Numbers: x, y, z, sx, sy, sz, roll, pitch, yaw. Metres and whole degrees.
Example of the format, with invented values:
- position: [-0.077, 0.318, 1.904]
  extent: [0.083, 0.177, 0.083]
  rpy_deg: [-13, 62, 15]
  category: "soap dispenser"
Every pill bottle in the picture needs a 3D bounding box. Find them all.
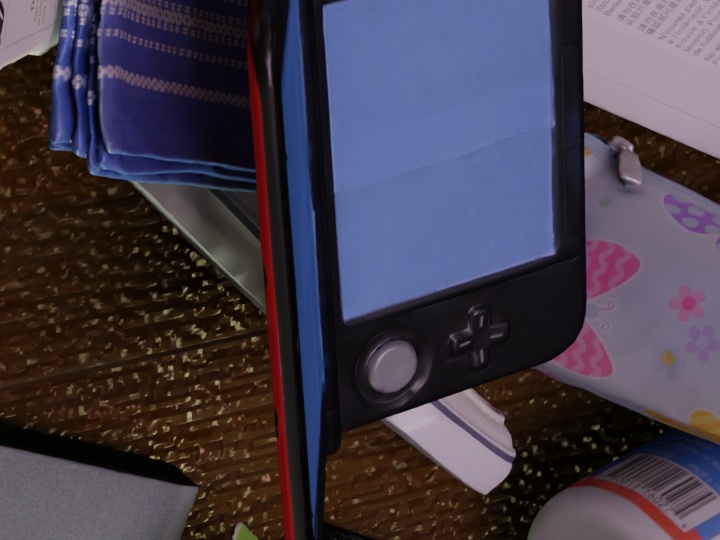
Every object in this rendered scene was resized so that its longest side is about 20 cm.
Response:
- position: [0.171, 0.097, 1.064]
  extent: [0.200, 0.112, 0.112]
  rpy_deg: [-25, 117, -30]
  category: "pill bottle"

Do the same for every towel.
- position: [-0.037, -0.124, 0.861]
  extent: [0.145, 0.024, 0.200]
  rpy_deg: [5, 95, -61]
  category: "towel"

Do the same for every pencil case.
- position: [0.142, 0.020, 0.984]
  extent: [0.091, 0.200, 0.083]
  rpy_deg: [-65, 159, -8]
  category: "pencil case"

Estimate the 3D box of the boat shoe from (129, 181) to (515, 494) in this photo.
- position: [0.000, 0.000, 0.978]
  extent: [0.070, 0.071, 0.200]
  rpy_deg: [-47, 115, -3]
  category: "boat shoe"

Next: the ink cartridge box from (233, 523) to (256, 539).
- position: [0.015, 0.200, 0.951]
  extent: [0.200, 0.076, 0.148]
  rpy_deg: [49, 49, -40]
  category: "ink cartridge box"

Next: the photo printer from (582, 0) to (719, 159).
- position: [0.100, -0.135, 0.953]
  extent: [0.200, 0.069, 0.166]
  rpy_deg: [19, 124, -31]
  category: "photo printer"

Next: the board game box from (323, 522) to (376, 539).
- position: [0.037, 0.187, 1.080]
  extent: [0.200, 0.028, 0.135]
  rpy_deg: [21, 96, -31]
  category: "board game box"

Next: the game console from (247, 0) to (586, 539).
- position: [0.023, -0.021, 0.849]
  extent: [0.172, 0.119, 0.200]
  rpy_deg: [-17, 121, -25]
  category: "game console"

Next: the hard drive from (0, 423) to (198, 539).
- position: [-0.153, 0.149, 0.966]
  extent: [0.140, 0.033, 0.200]
  rpy_deg: [15, 99, -30]
  category: "hard drive"

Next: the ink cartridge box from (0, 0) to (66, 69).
- position: [-0.119, -0.137, 0.787]
  extent: [0.076, 0.200, 0.148]
  rpy_deg: [10, 104, 7]
  category: "ink cartridge box"
